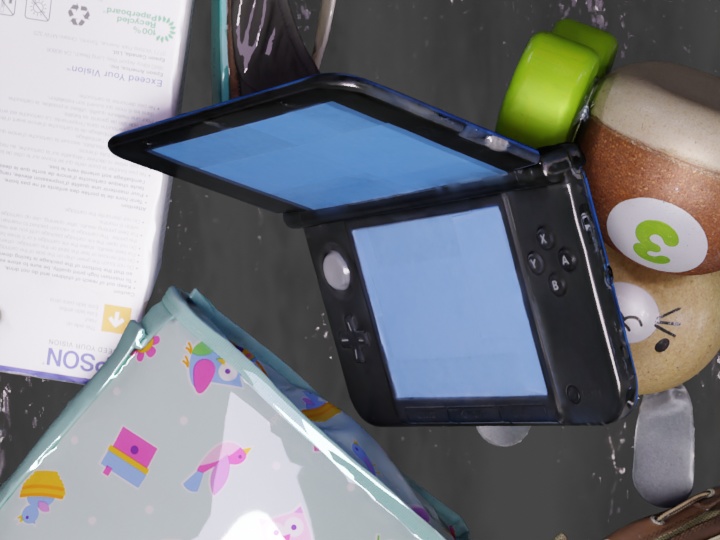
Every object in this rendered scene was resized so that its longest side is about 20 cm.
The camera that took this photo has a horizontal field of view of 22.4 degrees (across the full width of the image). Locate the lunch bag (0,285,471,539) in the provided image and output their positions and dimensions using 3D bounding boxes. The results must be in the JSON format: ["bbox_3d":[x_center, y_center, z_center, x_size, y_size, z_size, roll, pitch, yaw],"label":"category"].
[{"bbox_3d":[-0.067,0.128,0.857,0.200,0.122,0.171,41,94,-10],"label":"lunch bag"}]

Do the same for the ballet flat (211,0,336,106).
[{"bbox_3d":[-0.046,-0.167,0.864,0.068,0.068,0.201,-8,105,-10],"label":"ballet flat"}]

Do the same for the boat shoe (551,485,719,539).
[{"bbox_3d":[0.103,0.160,0.839,0.201,0.075,0.075,-21,128,-10],"label":"boat shoe"}]

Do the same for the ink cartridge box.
[{"bbox_3d":[-0.188,-0.056,0.876,0.195,0.043,0.201,9,100,-1],"label":"ink cartridge box"}]

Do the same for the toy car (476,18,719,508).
[{"bbox_3d":[0.129,0.007,0.845,0.164,0.158,0.201,22,106,9],"label":"toy car"}]

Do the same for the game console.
[{"bbox_3d":[0.000,0.000,0.794,0.118,0.200,0.172,-19,96,-34],"label":"game console"}]
